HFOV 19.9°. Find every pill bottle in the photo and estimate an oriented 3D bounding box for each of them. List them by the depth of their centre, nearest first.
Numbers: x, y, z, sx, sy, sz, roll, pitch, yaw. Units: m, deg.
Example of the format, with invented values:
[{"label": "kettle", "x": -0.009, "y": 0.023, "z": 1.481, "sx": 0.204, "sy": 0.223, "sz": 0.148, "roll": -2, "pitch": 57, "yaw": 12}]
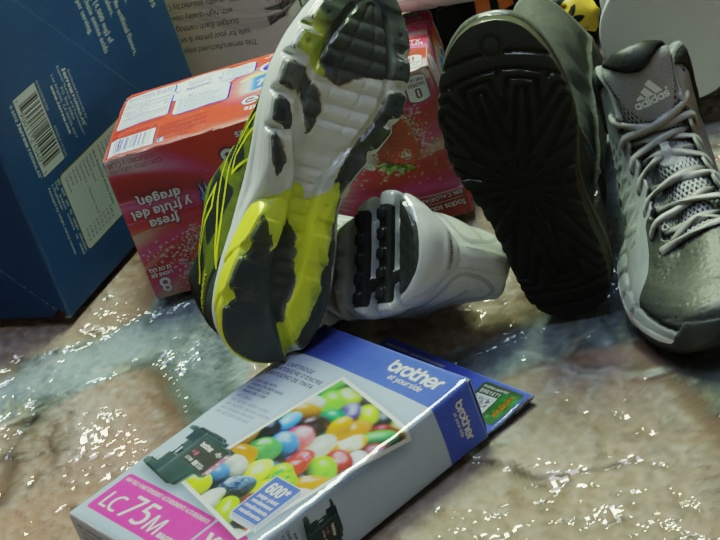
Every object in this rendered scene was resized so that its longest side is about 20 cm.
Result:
[{"label": "pill bottle", "x": 0.204, "y": -0.183, "z": 1.220, "sx": 0.111, "sy": 0.113, "sz": 0.201, "roll": -6, "pitch": 31, "yaw": 26}]

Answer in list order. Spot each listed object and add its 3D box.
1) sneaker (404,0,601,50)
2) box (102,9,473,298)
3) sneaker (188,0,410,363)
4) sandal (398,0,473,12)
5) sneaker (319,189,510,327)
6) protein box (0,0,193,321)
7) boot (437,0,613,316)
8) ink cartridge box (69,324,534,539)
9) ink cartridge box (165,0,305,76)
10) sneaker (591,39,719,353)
[{"label": "sneaker", "x": 0.101, "y": -0.157, "z": 1.288, "sx": 0.090, "sy": 0.070, "sz": 0.200, "roll": 5, "pitch": 35, "yaw": 46}, {"label": "box", "x": -0.039, "y": -0.069, "z": 1.197, "sx": 0.198, "sy": 0.096, "sz": 0.100, "roll": -16, "pitch": 25, "yaw": 9}, {"label": "sneaker", "x": -0.042, "y": -0.057, "z": 1.032, "sx": 0.084, "sy": 0.074, "sz": 0.202, "roll": 17, "pitch": 85, "yaw": 59}, {"label": "sandal", "x": 0.059, "y": -0.203, "z": 1.241, "sx": 0.078, "sy": 0.060, "sz": 0.207, "roll": -5, "pitch": 18, "yaw": 25}, {"label": "sneaker", "x": 0.000, "y": 0.000, "z": 1.089, "sx": 0.080, "sy": 0.076, "sz": 0.199, "roll": 5, "pitch": -3, "yaw": -35}, {"label": "protein box", "x": -0.216, "y": -0.105, "z": 1.274, "sx": 0.134, "sy": 0.200, "sz": 0.200, "roll": -3, "pitch": 31, "yaw": 30}, {"label": "boot", "x": 0.094, "y": -0.095, "z": 1.071, "sx": 0.072, "sy": 0.183, "sz": 0.201, "roll": -6, "pitch": 35, "yaw": 17}, {"label": "ink cartridge box", "x": -0.027, "y": 0.087, "z": 0.970, "sx": 0.199, "sy": 0.042, "sz": 0.119, "roll": -34, "pitch": 30, "yaw": -27}, {"label": "ink cartridge box", "x": -0.099, "y": -0.199, "z": 1.364, "sx": 0.144, "sy": 0.202, "sz": 0.084, "roll": -3, "pitch": 29, "yaw": 30}, {"label": "sneaker", "x": 0.147, "y": -0.049, "z": 1.010, "sx": 0.074, "sy": 0.116, "sz": 0.200, "roll": -18, "pitch": 27, "yaw": 6}]
